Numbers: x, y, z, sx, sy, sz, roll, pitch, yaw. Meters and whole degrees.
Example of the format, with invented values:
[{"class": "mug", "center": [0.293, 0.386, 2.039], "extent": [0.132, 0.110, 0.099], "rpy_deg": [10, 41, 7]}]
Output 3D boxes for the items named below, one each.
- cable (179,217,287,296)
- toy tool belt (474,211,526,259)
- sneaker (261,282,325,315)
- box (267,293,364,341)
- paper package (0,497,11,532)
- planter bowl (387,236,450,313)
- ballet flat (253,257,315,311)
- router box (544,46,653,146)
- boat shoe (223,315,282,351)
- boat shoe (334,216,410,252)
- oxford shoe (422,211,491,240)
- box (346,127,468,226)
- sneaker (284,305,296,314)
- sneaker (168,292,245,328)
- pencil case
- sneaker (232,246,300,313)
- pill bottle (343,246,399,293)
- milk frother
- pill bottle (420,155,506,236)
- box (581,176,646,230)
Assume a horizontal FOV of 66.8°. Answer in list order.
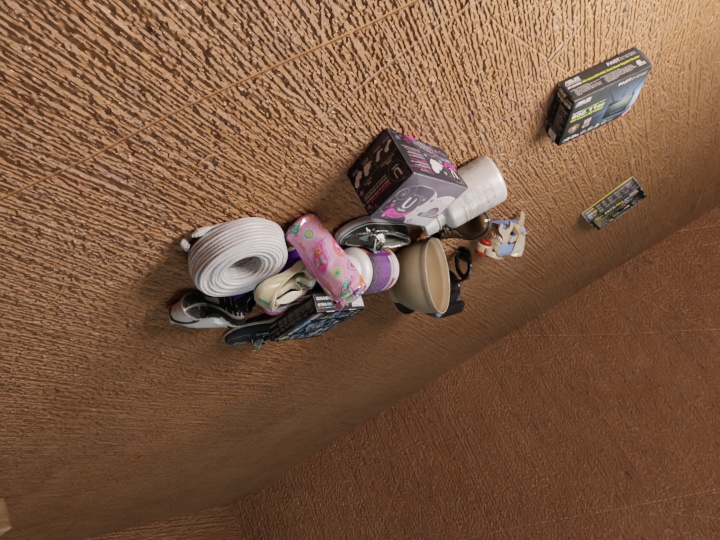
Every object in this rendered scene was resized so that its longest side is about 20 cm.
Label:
[{"class": "cable", "center": [-0.237, -0.025, 1.074], "extent": [0.198, 0.070, 0.201], "rpy_deg": [-22, 155, -15]}, {"class": "toy tool belt", "center": [0.407, -0.111, 1.572], "extent": [0.198, 0.124, 0.125], "rpy_deg": [-8, 118, -44]}, {"class": "sneaker", "center": [-0.147, 0.039, 1.289], "extent": [0.198, 0.081, 0.087], "rpy_deg": [-27, 152, -10]}, {"class": "box", "center": [-0.109, 0.114, 1.334], "extent": [0.158, 0.047, 0.199], "rpy_deg": [-1, 155, -45]}, {"class": "paper package", "center": [-1.166, 0.759, 1.583], "extent": [0.199, 0.104, 0.190], "rpy_deg": [-34, 155, 11]}, {"class": "planter bowl", "center": [0.146, 0.019, 1.458], "extent": [0.133, 0.204, 0.200], "rpy_deg": [-8, 165, 24]}, {"class": "ballet flat", "center": [-0.134, 0.026, 1.135], "extent": [0.199, 0.070, 0.070], "rpy_deg": [-35, 166, -43]}, {"class": "router box", "center": [0.516, -0.377, 1.196], "extent": [0.198, 0.063, 0.150], "rpy_deg": [-26, 155, -5]}, {"class": "boat shoe", "center": [-0.256, 0.168, 1.424], "extent": [0.197, 0.063, 0.075], "rpy_deg": [-12, 163, -11]}, {"class": "boat shoe", "center": [0.036, -0.080, 1.257], "extent": [0.198, 0.072, 0.072], "rpy_deg": [-12, 152, -31]}, {"class": "oxford shoe", "center": [0.228, -0.103, 1.317], "extent": [0.084, 0.074, 0.199], "rpy_deg": [-13, -177, -38]}, {"class": "box", "center": [0.095, -0.174, 1.082], "extent": [0.199, 0.116, 0.132], "rpy_deg": [4, 141, -49]}, {"class": "sneaker", "center": [-0.114, 0.067, 1.409], "extent": [0.197, 0.079, 0.090], "rpy_deg": [-15, 167, -12]}, {"class": "sneaker", "center": [-0.340, 0.094, 1.219], "extent": [0.079, 0.075, 0.199], "rpy_deg": [-23, 156, 27]}, {"class": "pencil case", "center": [-0.071, -0.016, 1.109], "extent": [0.087, 0.201, 0.087], "rpy_deg": [-34, 171, -6]}, {"class": "sneaker", "center": [-0.185, 0.029, 1.194], "extent": [0.198, 0.100, 0.070], "rpy_deg": [-30, 157, -5]}, {"class": "pill bottle", "center": [0.000, 0.000, 1.295], "extent": [0.111, 0.112, 0.199], "rpy_deg": [-41, 162, 27]}, {"class": "milk frother", "center": [0.223, 0.027, 1.628], "extent": [0.186, 0.179, 0.203], "rpy_deg": [-7, 106, -40]}, {"class": "pill bottle", "center": [0.218, -0.163, 1.235], "extent": [0.198, 0.115, 0.115], "rpy_deg": [-29, 156, 1]}, {"class": "box", "center": [0.885, -0.229, 1.902], "extent": [0.199, 0.050, 0.159], "rpy_deg": [-40, 151, 25]}]
